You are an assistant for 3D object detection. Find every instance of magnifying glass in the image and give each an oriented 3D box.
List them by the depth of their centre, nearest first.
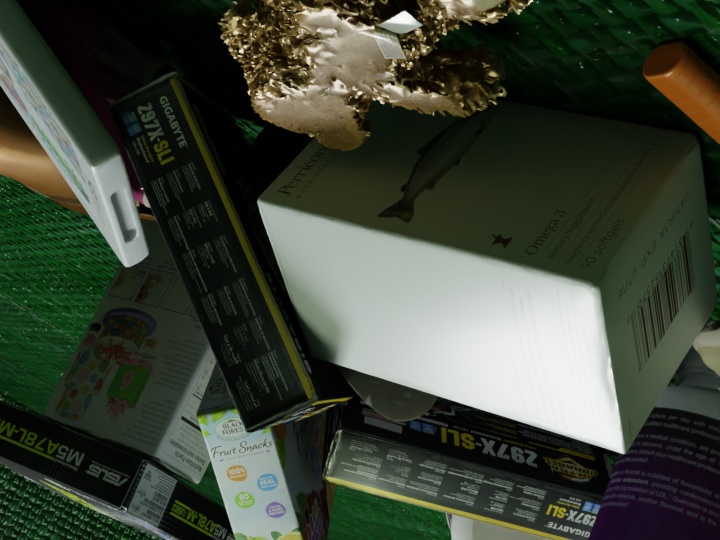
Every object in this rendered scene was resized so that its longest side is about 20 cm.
[{"bbox_3d":[0.205,-0.042,0.684,0.199,0.023,0.079,33,162,-27],"label":"magnifying glass"}]

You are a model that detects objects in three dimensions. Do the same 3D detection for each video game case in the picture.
[{"bbox_3d":[-0.199,-0.111,0.904,0.201,0.024,0.182,54,168,13],"label":"video game case"}]

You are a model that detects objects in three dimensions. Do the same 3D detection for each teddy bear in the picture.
[{"bbox_3d":[0.006,-0.127,0.668,0.144,0.067,0.200,16,156,0],"label":"teddy bear"}]

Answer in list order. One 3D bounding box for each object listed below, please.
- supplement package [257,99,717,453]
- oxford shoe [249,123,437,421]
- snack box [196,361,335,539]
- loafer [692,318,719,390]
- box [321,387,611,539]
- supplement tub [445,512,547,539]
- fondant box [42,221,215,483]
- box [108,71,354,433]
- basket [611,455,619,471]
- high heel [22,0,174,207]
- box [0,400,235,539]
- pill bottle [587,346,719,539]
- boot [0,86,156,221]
[{"bbox_3d":[0.067,-0.009,0.763,0.199,0.117,0.118,14,139,33],"label":"supplement package"},{"bbox_3d":[0.000,0.000,0.911,0.201,0.071,0.071,65,-173,14],"label":"oxford shoe"},{"bbox_3d":[-0.059,0.112,1.040,0.053,0.200,0.143,-13,111,9],"label":"snack box"},{"bbox_3d":[0.221,0.049,0.764,0.075,0.069,0.200,-18,170,6],"label":"loafer"},{"bbox_3d":[0.075,0.112,1.049,0.198,0.050,0.160,15,-152,-6],"label":"box"},{"bbox_3d":[0.141,0.200,1.217,0.140,0.141,0.200,26,-179,1],"label":"supplement tub"},{"bbox_3d":[-0.147,0.052,1.163,0.144,0.201,0.058,11,158,42],"label":"fondant box"},{"bbox_3d":[-0.072,-0.006,0.876,0.160,0.049,0.201,40,-154,-82],"label":"box"},{"bbox_3d":[0.248,0.221,1.079,0.142,0.201,0.149,15,162,39],"label":"basket"},{"bbox_3d":[-0.164,-0.107,0.955,0.096,0.068,0.200,32,167,8],"label":"high heel"},{"bbox_3d":[-0.209,0.163,1.157,0.192,0.048,0.200,15,163,25],"label":"box"},{"bbox_3d":[0.211,0.154,0.933,0.112,0.201,0.113,22,163,7],"label":"pill bottle"},{"bbox_3d":[-0.227,-0.094,1.076,0.154,0.074,0.200,16,172,35],"label":"boot"}]
